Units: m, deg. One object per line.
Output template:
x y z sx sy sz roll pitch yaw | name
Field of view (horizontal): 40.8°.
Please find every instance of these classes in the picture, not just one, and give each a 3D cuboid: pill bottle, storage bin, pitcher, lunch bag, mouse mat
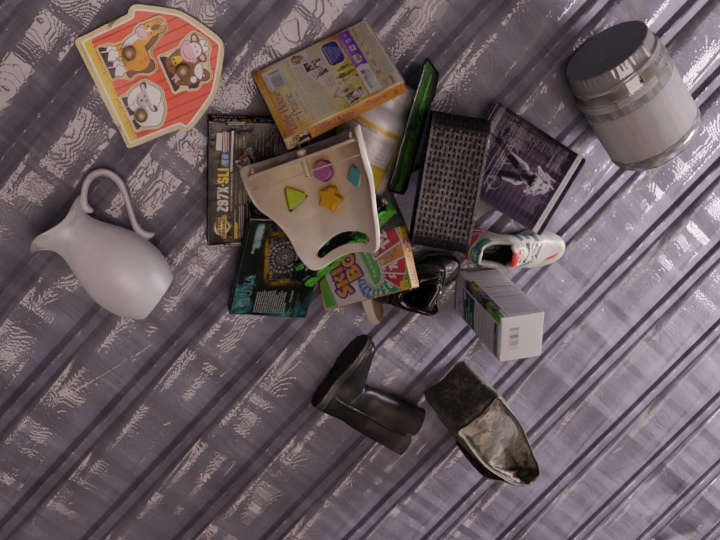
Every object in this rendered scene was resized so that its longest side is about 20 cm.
0.014 -0.200 1.504 0.111 0.112 0.202 22 105 -22 | pill bottle
0.137 -0.139 1.501 0.092 0.135 0.204 8 100 0 | storage bin
-0.373 -0.038 1.476 0.199 0.121 0.173 38 83 -14 | pitcher
0.226 0.288 1.731 0.117 0.164 0.201 -40 115 -2 | lunch bag
0.084 -0.216 1.483 0.007 0.161 0.203 18 96 10 | mouse mat

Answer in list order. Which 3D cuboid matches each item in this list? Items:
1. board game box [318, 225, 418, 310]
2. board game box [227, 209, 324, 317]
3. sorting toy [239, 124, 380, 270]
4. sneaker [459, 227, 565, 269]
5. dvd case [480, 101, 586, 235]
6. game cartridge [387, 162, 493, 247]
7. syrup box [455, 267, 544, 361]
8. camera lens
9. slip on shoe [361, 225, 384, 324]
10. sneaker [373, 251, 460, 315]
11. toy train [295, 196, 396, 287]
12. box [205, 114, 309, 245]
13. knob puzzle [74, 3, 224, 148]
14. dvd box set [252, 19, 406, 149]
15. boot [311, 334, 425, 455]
0.000 0.000 1.544 0.030 0.198 0.097 -8 84 -49 | board game box
-0.132 -0.008 1.552 0.133 0.028 0.202 4 130 -19 | board game box
-0.050 -0.099 1.430 0.197 0.107 0.183 -16 95 22 | sorting toy
0.268 -0.027 1.652 0.196 0.094 0.072 3 111 -16 | sneaker
0.262 -0.166 1.603 0.198 0.016 0.150 27 100 -23 | dvd case
0.153 -0.136 1.612 0.198 0.038 0.131 -27 120 -3 | game cartridge
0.228 0.068 1.621 0.080 0.200 0.080 -7 114 -15 | syrup box
0.440 -0.275 1.559 0.159 0.160 0.201 -39 116 3 | camera lens
0.025 -0.007 1.608 0.059 0.076 0.204 -8 107 5 | slip on shoe
0.116 0.025 1.593 0.198 0.113 0.078 -11 117 -44 | sneaker
-0.023 -0.044 1.505 0.200 0.042 0.056 -42 160 23 | toy train
-0.163 -0.140 1.517 0.157 0.049 0.203 -1 113 -12 | box
-0.292 -0.296 1.429 0.216 0.031 0.224 -5 112 -13 | knob puzzle
-0.048 -0.279 1.442 0.198 0.147 0.030 -27 148 -3 | dvd box set
0.037 0.220 1.707 0.198 0.066 0.166 32 110 -20 | boot
